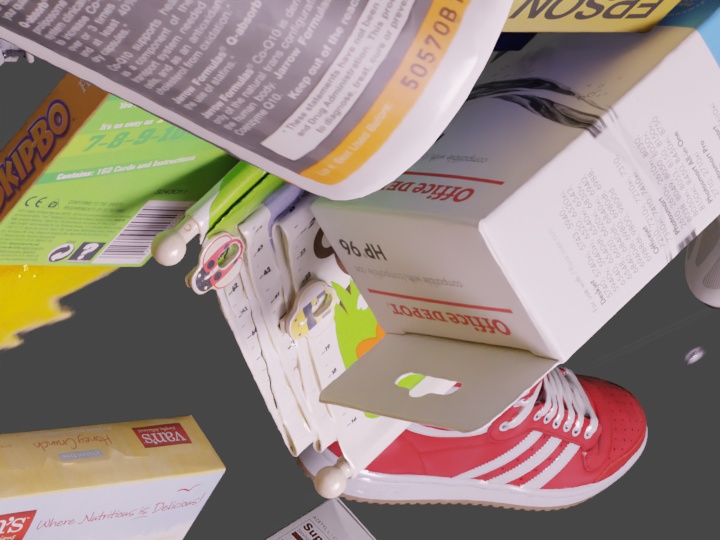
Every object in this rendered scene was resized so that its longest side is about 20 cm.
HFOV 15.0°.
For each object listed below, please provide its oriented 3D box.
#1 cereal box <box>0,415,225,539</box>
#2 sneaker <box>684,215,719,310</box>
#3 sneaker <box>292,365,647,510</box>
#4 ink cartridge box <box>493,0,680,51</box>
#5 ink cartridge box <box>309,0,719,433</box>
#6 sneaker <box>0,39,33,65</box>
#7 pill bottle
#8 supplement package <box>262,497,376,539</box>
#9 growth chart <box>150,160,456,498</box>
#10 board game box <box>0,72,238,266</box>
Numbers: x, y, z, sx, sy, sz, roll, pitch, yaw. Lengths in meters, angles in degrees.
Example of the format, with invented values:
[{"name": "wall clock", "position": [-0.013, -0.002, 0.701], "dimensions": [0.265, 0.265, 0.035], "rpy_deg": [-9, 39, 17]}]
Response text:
[{"name": "cereal box", "position": [-0.161, 0.147, 1.204], "dimensions": [0.144, 0.040, 0.200], "rpy_deg": [-3, 136, -42]}, {"name": "sneaker", "position": [0.158, -0.068, 1.191], "dimensions": [0.115, 0.076, 0.201], "rpy_deg": [0, 128, -30]}, {"name": "sneaker", "position": [0.075, 0.051, 1.259], "dimensions": [0.200, 0.071, 0.113], "rpy_deg": [-1, 139, -38]}, {"name": "ink cartridge box", "position": [0.052, -0.121, 0.929], "dimensions": [0.197, 0.047, 0.200], "rpy_deg": [-5, 147, -42]}, {"name": "ink cartridge box", "position": [0.065, -0.030, 1.036], "dimensions": [0.200, 0.116, 0.068], "rpy_deg": [-42, 114, -24]}, {"name": "sneaker", "position": [-0.123, -0.075, 0.884], "dimensions": [0.140, 0.078, 0.200], "rpy_deg": [0, 137, -22]}, {"name": "pill bottle", "position": [-0.062, -0.109, 0.771], "dimensions": [0.200, 0.116, 0.116], "rpy_deg": [26, 119, -21]}, {"name": "supplement package", "position": [-0.057, 0.249, 1.291], "dimensions": [0.200, 0.147, 0.191], "rpy_deg": [-30, 154, -30]}, {"name": "growth chart", "position": [0.000, 0.000, 1.101], "dimensions": [0.145, 0.018, 0.200], "rpy_deg": [-47, 140, -17]}, {"name": "board game box", "position": [-0.059, -0.072, 0.992], "dimensions": [0.200, 0.030, 0.095], "rpy_deg": [-43, 154, 30]}]
